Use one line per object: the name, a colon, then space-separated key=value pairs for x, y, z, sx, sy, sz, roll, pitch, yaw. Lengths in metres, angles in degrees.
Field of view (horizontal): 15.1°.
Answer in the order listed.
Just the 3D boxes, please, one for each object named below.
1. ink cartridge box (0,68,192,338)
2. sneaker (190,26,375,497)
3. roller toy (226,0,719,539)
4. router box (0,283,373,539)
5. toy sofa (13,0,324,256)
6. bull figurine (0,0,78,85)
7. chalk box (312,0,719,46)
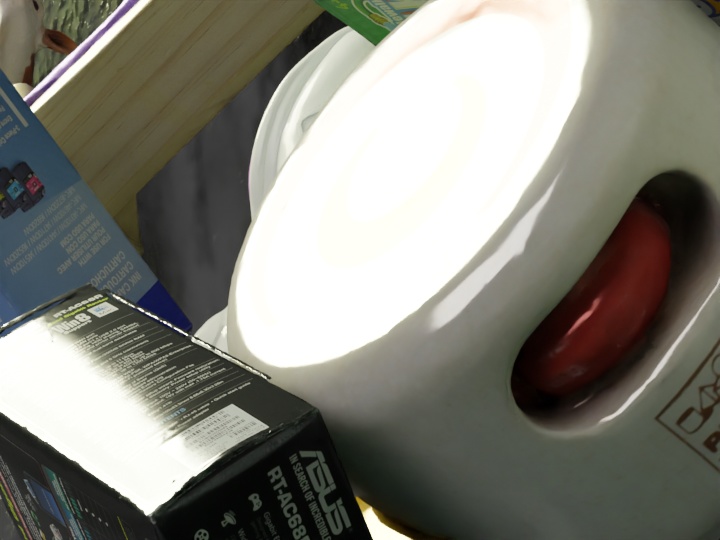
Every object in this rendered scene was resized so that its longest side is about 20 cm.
ink cartridge box: x=-0.164 y=0.008 z=1.121 sx=0.136 sy=0.200 sz=0.076 roll=-25 pitch=16 yaw=45
sneaker: x=0.000 y=0.000 z=1.015 sx=0.099 sy=0.075 sz=0.200 roll=3 pitch=65 yaw=32
roller toy: x=0.063 y=0.006 z=0.849 sx=0.182 sy=0.140 sz=0.200 roll=-28 pitch=34 yaw=40
router box: x=-0.040 y=0.116 z=0.849 sx=0.062 sy=0.200 sz=0.150 roll=-32 pitch=28 yaw=-21
toy sofa: x=-0.076 y=-0.106 z=1.151 sx=0.200 sy=0.098 sz=0.083 roll=-43 pitch=37 yaw=24
bull figurine: x=-0.211 y=-0.050 z=1.296 sx=0.200 sy=0.065 sz=0.121 roll=-51 pitch=6 yaw=23
chalk box: x=0.071 y=-0.127 z=0.957 sx=0.200 sy=0.125 sz=0.124 roll=-12 pitch=55 yaw=49
